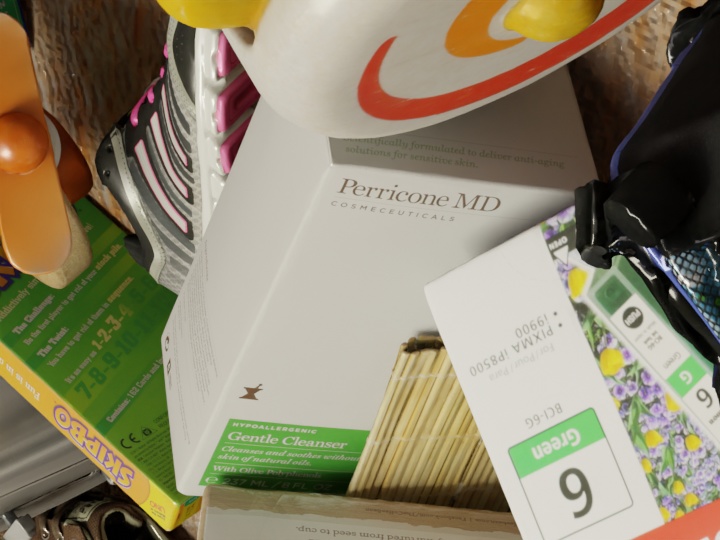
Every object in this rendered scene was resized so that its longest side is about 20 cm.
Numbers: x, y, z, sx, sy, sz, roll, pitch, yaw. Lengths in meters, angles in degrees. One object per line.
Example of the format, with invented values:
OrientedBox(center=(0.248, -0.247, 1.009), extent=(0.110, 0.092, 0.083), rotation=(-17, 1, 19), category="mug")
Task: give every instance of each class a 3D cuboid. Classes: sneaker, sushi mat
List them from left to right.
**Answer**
OrientedBox(center=(-0.141, 0.137, 1.059), extent=(0.200, 0.070, 0.076), rotation=(23, 128, 22), category="sneaker")
OrientedBox(center=(-0.069, -0.063, 0.855), extent=(0.087, 0.074, 0.200), rotation=(23, 134, 26), category="sneaker")
OrientedBox(center=(0.039, 0.088, 0.826), extent=(0.200, 0.095, 0.012), rotation=(109, 156, -47), category="sushi mat")

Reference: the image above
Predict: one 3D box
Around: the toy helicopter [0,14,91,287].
OrientedBox(center=(-0.170, -0.074, 0.844), extent=(0.132, 0.079, 0.200), rotation=(27, 150, 57), category="toy helicopter")

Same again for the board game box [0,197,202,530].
OrientedBox(center=(-0.122, 0.027, 0.946), extent=(0.200, 0.095, 0.030), rotation=(42, 138, 18), category="board game box")

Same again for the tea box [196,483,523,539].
OrientedBox(center=(0.025, 0.205, 0.814), extent=(0.200, 0.134, 0.197), rotation=(6, 129, -4), category="tea box")

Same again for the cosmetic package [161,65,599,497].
OrientedBox(center=(0.000, 0.000, 0.785), extent=(0.200, 0.107, 0.085), rotation=(116, 152, -47), category="cosmetic package")

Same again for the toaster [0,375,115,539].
OrientedBox(center=(-0.200, 0.040, 1.008), extent=(0.200, 0.129, 0.114), rotation=(51, 138, 8), category="toaster")

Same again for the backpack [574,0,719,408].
OrientedBox(center=(0.180, 0.007, 0.573), extent=(0.147, 0.183, 0.200), rotation=(-25, 104, 28), category="backpack")

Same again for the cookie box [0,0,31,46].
OrientedBox(center=(-0.247, -0.186, 0.927), extent=(0.171, 0.075, 0.200), rotation=(26, 144, 31), category="cookie box")

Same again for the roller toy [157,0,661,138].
OrientedBox(center=(0.030, -0.130, 0.617), extent=(0.182, 0.200, 0.140), rotation=(-33, 76, 12), category="roller toy")

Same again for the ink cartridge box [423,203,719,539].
OrientedBox(center=(0.108, 0.072, 0.668), extent=(0.109, 0.050, 0.200), rotation=(-29, 73, 26), category="ink cartridge box")
